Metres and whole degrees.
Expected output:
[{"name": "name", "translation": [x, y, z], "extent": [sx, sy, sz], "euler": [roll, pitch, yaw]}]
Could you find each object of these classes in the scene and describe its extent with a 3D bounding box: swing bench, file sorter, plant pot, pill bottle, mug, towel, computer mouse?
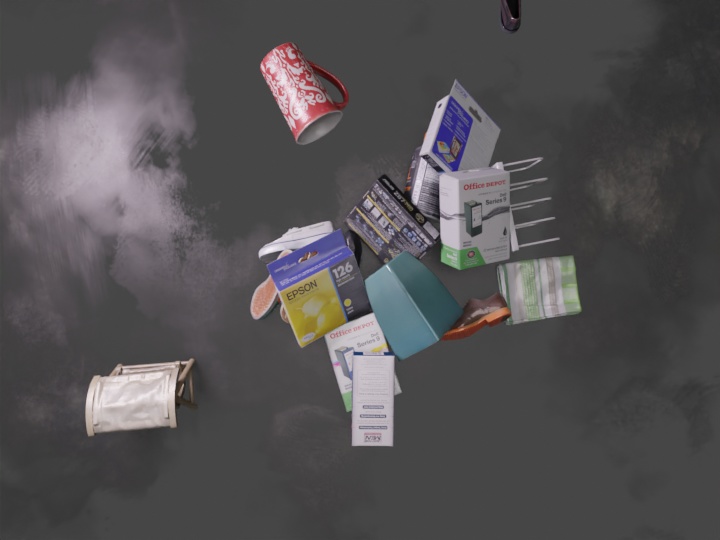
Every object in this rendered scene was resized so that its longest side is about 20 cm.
[{"name": "swing bench", "translation": [-0.496, 0.286, 1.397], "extent": [0.193, 0.200, 0.134], "euler": [-5, 89, -1]}, {"name": "file sorter", "translation": [0.383, -0.155, 1.456], "extent": [0.121, 0.139, 0.206], "euler": [-11, 89, -4]}, {"name": "plant pot", "translation": [0.112, 0.071, 1.414], "extent": [0.140, 0.141, 0.202], "euler": [-33, 91, 42]}, {"name": "pill bottle", "translation": [0.167, -0.227, 1.468], "extent": [0.103, 0.106, 0.206], "euler": [14, 88, -1]}, {"name": "mug", "translation": [-0.137, -0.431, 1.476], "extent": [0.132, 0.176, 0.203], "euler": [-35, 85, 35]}, {"name": "towel", "translation": [0.443, 0.047, 1.506], "extent": [0.194, 0.031, 0.154], "euler": [-8, 90, -1]}, {"name": "computer mouse", "translation": [0.000, 0.000, 1.477], "extent": [0.033, 0.059, 0.206], "euler": [-13, 99, 0]}]

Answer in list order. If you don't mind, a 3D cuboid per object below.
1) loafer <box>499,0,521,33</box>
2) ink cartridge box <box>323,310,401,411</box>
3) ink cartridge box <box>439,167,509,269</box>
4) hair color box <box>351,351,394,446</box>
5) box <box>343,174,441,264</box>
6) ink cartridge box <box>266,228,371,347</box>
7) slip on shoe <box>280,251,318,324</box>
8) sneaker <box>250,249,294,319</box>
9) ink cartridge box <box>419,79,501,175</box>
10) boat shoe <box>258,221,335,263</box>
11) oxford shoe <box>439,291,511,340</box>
[{"name": "loafer", "translation": [0.371, -0.697, 1.503], "extent": [0.070, 0.063, 0.206], "euler": [-7, 89, -1]}, {"name": "ink cartridge box", "translation": [0.003, 0.214, 1.465], "extent": [0.142, 0.088, 0.205], "euler": [-17, 89, -1]}, {"name": "ink cartridge box", "translation": [0.259, -0.120, 1.378], "extent": [0.142, 0.084, 0.206], "euler": [-12, 109, -21]}, {"name": "hair color box", "translation": [0.028, 0.292, 1.393], "extent": [0.097, 0.061, 0.207], "euler": [1, 91, -1]}, {"name": "box", "translation": [0.074, -0.101, 1.445], "extent": [0.200, 0.049, 0.161], "euler": [45, 131, 1]}, {"name": "ink cartridge box", "translation": [-0.089, 0.040, 1.386], "extent": [0.194, 0.047, 0.204], "euler": [-27, 114, -15]}, {"name": "slip on shoe", "translation": [-0.128, 0.029, 1.431], "extent": [0.074, 0.061, 0.204], "euler": [24, 89, -7]}, {"name": "sneaker", "translation": [-0.190, 0.042, 1.473], "extent": [0.202, 0.079, 0.072], "euler": [-54, 54, 19]}, {"name": "ink cartridge box", "translation": [0.237, -0.301, 1.425], "extent": [0.197, 0.043, 0.204], "euler": [35, 69, -35]}, {"name": "boat shoe", "translation": [-0.153, -0.070, 1.486], "extent": [0.194, 0.074, 0.068], "euler": [-11, 64, -5]}, {"name": "oxford shoe", "translation": [0.266, 0.115, 1.490], "extent": [0.195, 0.072, 0.074], "euler": [-21, 67, 2]}]
